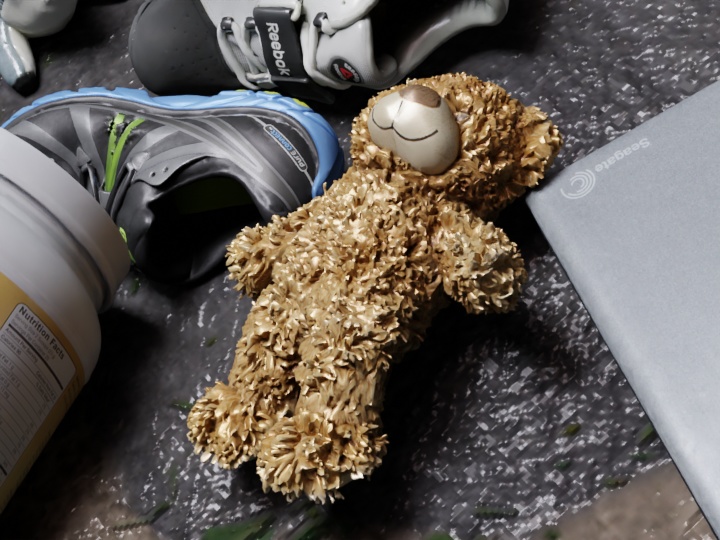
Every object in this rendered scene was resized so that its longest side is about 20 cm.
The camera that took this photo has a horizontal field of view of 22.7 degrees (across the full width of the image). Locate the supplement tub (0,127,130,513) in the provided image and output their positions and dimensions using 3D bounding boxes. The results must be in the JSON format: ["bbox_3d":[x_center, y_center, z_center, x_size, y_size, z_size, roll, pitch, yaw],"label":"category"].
[{"bbox_3d":[-0.201,0.045,0.766,0.143,0.145,0.201,11,59,36],"label":"supplement tub"}]

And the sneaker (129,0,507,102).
[{"bbox_3d":[-0.021,-0.119,0.846,0.198,0.074,0.089,-20,43,15],"label":"sneaker"}]

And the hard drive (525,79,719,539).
[{"bbox_3d":[0.159,0.006,0.671,0.139,0.033,0.201,-30,43,5],"label":"hard drive"}]

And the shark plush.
[{"bbox_3d":[-0.207,-0.188,1.016,0.091,0.084,0.200,-38,44,-5],"label":"shark plush"}]

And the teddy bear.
[{"bbox_3d":[0.000,0.000,0.724,0.200,0.067,0.145,-50,31,-1],"label":"teddy bear"}]

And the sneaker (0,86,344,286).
[{"bbox_3d":[-0.105,-0.037,0.835,0.197,0.071,0.083,-1,46,26],"label":"sneaker"}]
